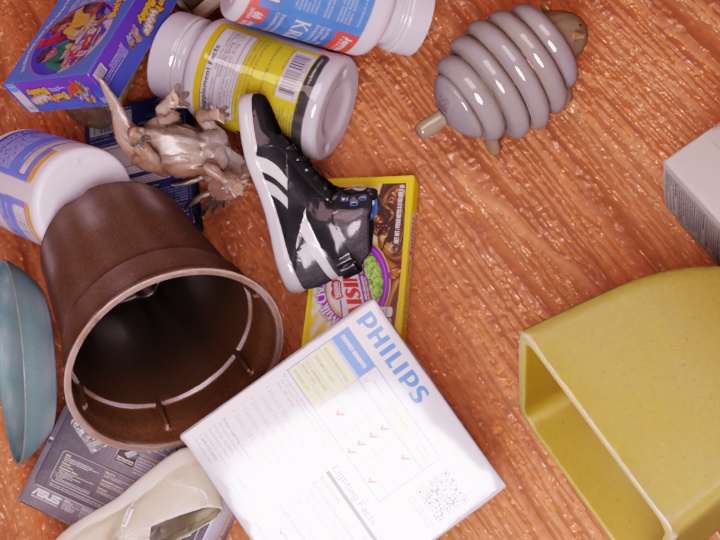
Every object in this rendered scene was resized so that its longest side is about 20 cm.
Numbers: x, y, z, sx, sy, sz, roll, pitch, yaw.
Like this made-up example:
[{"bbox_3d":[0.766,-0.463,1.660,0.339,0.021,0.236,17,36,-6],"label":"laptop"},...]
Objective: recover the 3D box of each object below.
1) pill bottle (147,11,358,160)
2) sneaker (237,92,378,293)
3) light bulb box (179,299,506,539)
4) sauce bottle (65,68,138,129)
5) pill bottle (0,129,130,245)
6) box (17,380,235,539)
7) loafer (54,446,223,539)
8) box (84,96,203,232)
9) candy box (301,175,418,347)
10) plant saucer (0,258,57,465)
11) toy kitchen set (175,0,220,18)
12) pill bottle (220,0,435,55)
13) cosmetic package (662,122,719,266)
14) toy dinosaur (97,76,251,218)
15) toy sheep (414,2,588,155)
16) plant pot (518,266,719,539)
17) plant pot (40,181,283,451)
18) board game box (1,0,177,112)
[{"bbox_3d":[-0.113,-0.197,1.211,0.200,0.114,0.114,21,74,15],"label":"pill bottle"},{"bbox_3d":[-0.043,-0.087,1.131,0.112,0.073,0.200,-15,94,9],"label":"sneaker"},{"bbox_3d":[-0.013,0.163,1.007,0.200,0.125,0.198,-35,85,-2],"label":"light bulb box"},{"bbox_3d":[-0.272,-0.249,1.298,0.066,0.066,0.200,4,52,16],"label":"sauce bottle"},{"bbox_3d":[-0.331,-0.087,1.205,0.200,0.112,0.112,19,72,48],"label":"pill bottle"},{"bbox_3d":[-0.208,0.190,1.118,0.200,0.048,0.159,18,73,20],"label":"box"},{"bbox_3d":[-0.204,0.241,1.026,0.200,0.076,0.068,-42,58,-5],"label":"loafer"},{"bbox_3d":[-0.235,-0.091,1.252,0.121,0.032,0.200,-12,64,9],"label":"box"},{"bbox_3d":[0.000,0.000,1.158,0.102,0.026,0.200,-2,67,18],"label":"candy box"},{"bbox_3d":[-0.327,0.088,1.133,0.036,0.200,0.200,-3,62,-24],"label":"plant saucer"},{"bbox_3d":[-0.103,-0.325,1.250,0.180,0.200,0.163,-42,102,-5],"label":"toy kitchen set"},{"bbox_3d":[-0.031,-0.280,1.158,0.200,0.112,0.112,12,66,-21],"label":"pill bottle"},{"bbox_3d":[0.367,-0.031,1.036,0.087,0.103,0.200,-34,65,-1],"label":"cosmetic package"},{"bbox_3d":[-0.182,-0.117,1.159,0.200,0.136,0.086,21,73,-17],"label":"toy dinosaur"},{"bbox_3d":[0.141,-0.188,1.142,0.200,0.138,0.138,-39,64,-4],"label":"toy sheep"},{"bbox_3d":[0.267,0.109,0.959,0.200,0.196,0.194,-31,64,-7],"label":"plant pot"},{"bbox_3d":[-0.203,0.029,1.079,0.200,0.200,0.198,-37,45,-3],"label":"plant pot"},{"bbox_3d":[-0.274,-0.260,1.223,0.134,0.045,0.200,2,55,36],"label":"board game box"}]
